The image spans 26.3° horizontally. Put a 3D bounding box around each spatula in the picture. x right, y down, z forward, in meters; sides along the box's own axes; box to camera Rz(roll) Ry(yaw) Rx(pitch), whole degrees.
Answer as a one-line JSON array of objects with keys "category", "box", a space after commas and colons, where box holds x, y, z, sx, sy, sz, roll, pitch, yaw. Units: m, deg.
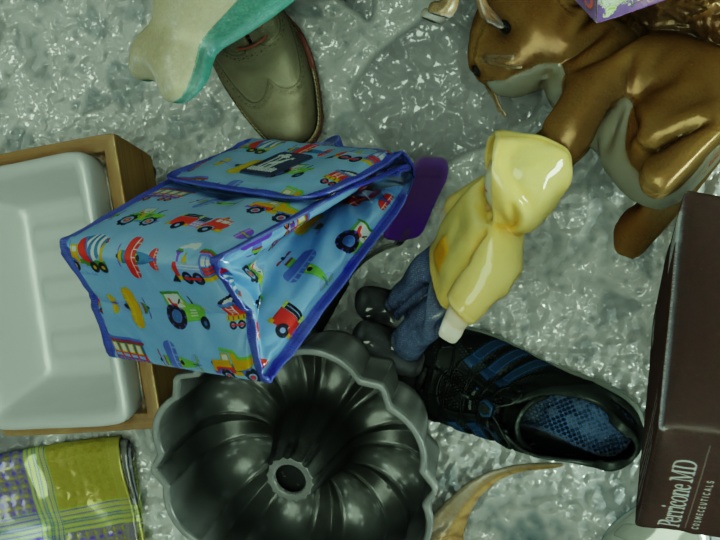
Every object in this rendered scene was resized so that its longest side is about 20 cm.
[{"category": "spatula", "box": [0.000, 0.000, 1.088, 0.021, 0.056, 0.200, 49, 115, 21]}]

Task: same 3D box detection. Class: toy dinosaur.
[{"category": "toy dinosaur", "box": [0.052, 0.193, 1.105, 0.105, 0.061, 0.202, 20, 108, -11]}]

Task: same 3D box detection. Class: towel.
[{"category": "towel", "box": [-0.250, 0.206, 1.165, 0.198, 0.023, 0.145, -8, 94, 10]}]

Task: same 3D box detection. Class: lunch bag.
[{"category": "lunch bag", "box": [-0.066, -0.027, 1.002, 0.149, 0.200, 0.095, 5, 126, 41]}]

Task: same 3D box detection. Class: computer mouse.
[{"category": "computer mouse", "box": [-0.083, 0.103, 1.128, 0.058, 0.034, 0.201, -32, 83, 6]}]

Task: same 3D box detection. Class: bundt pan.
[{"category": "bundt pan", "box": [-0.036, 0.121, 1.037, 0.200, 0.076, 0.204, 8, 116, 16]}]

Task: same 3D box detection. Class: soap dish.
[{"category": "soap dish", "box": [-0.203, 0.012, 1.089, 0.156, 0.081, 0.202, -7, 94, 35]}]

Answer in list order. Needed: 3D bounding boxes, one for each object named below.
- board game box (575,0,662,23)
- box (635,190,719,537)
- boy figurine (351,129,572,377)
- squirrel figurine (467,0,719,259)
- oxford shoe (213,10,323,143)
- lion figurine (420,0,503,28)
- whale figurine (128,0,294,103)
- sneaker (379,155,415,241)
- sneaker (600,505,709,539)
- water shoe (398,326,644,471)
[{"category": "board game box", "box": [0.154, -0.235, 0.974, 0.119, 0.201, 0.033, -16, 135, -14]}, {"category": "box", "box": [0.284, 0.072, 0.965, 0.198, 0.166, 0.166, 7, 62, 9]}, {"category": "boy figurine", "box": [0.067, -0.010, 1.004, 0.064, 0.125, 0.200, 23, 134, -16]}, {"category": "squirrel figurine", "box": [0.175, -0.145, 1.026, 0.186, 0.142, 0.200, 42, 86, 14]}, {"category": "oxford shoe", "box": [-0.087, -0.175, 1.078, 0.070, 0.075, 0.202, -26, 91, 10]}, {"category": "lion figurine", "box": [0.029, -0.238, 1.033, 0.199, 0.072, 0.124, 22, 96, 30]}, {"category": "whale figurine", "box": [-0.071, -0.196, 0.986, 0.103, 0.159, 0.201, 24, 96, -38]}, {"category": "sneaker", "box": [-0.050, -0.030, 1.090, 0.199, 0.076, 0.081, -35, 63, 3]}, {"category": "sneaker", "box": [0.169, 0.241, 1.070, 0.076, 0.081, 0.200, 43, 99, 5]}, {"category": "water shoe", "box": [0.101, 0.086, 1.068, 0.198, 0.079, 0.072, 13, 97, 8]}]
